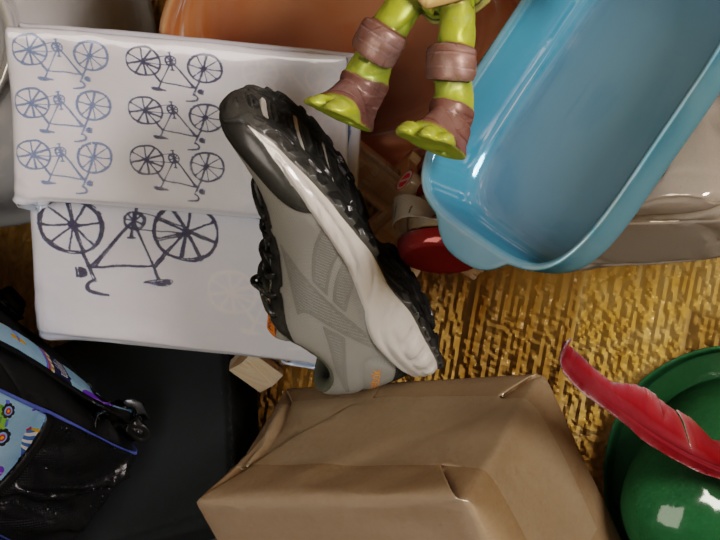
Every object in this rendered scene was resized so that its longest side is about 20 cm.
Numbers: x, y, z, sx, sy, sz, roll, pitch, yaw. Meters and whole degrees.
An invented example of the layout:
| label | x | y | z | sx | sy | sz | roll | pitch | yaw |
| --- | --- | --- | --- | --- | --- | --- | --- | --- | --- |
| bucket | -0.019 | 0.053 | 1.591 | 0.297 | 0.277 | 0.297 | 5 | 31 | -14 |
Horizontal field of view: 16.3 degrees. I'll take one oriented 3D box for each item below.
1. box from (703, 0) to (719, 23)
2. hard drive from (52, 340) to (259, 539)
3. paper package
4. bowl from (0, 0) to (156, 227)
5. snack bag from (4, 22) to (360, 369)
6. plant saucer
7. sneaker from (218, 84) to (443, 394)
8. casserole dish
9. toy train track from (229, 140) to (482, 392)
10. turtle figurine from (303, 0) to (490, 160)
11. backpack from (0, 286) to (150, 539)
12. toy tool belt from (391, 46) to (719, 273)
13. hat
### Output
| label | x | y | z | sx | sy | sz | roll | pitch | yaw |
| --- | --- | --- | --- | --- | --- | --- | --- | --- | --- |
| box | 0.274 | -0.100 | 1.203 | 0.200 | 0.095 | 0.078 | 38 | 118 | 14 |
| hard drive | -0.147 | 0.103 | 1.458 | 0.199 | 0.033 | 0.140 | -19 | 61 | 29 |
| paper package | 0.041 | 0.167 | 1.339 | 0.190 | 0.104 | 0.201 | -6 | 122 | 37 |
| bowl | -0.221 | -0.124 | 1.407 | 0.200 | 0.090 | 0.203 | 0 | 91 | 14 |
| snack bag | -0.094 | -0.034 | 1.330 | 0.187 | 0.021 | 0.201 | 6 | 122 | 5 |
| plant saucer | -0.006 | -0.125 | 1.313 | 0.199 | 0.038 | 0.201 | -1 | 136 | -1 |
| sneaker | -0.026 | -0.008 | 1.277 | 0.079 | 0.074 | 0.201 | -24 | 126 | 8 |
| casserole dish | 0.112 | -0.083 | 1.191 | 0.121 | 0.039 | 0.201 | 36 | 94 | 43 |
| toy train track | 0.000 | 0.000 | 1.362 | 0.114 | 0.033 | 0.200 | 37 | 115 | -20 |
| turtle figurine | 0.030 | -0.144 | 1.206 | 0.199 | 0.064 | 0.162 | 20 | 88 | 8 |
| backpack | -0.245 | 0.071 | 1.390 | 0.182 | 0.200 | 0.135 | 37 | 94 | 40 |
| toy tool belt | 0.117 | -0.068 | 1.286 | 0.199 | 0.125 | 0.124 | -5 | 67 | 20 |
| hat | 0.167 | 0.134 | 1.269 | 0.200 | 0.176 | 0.166 | 40 | 117 | 11 |
